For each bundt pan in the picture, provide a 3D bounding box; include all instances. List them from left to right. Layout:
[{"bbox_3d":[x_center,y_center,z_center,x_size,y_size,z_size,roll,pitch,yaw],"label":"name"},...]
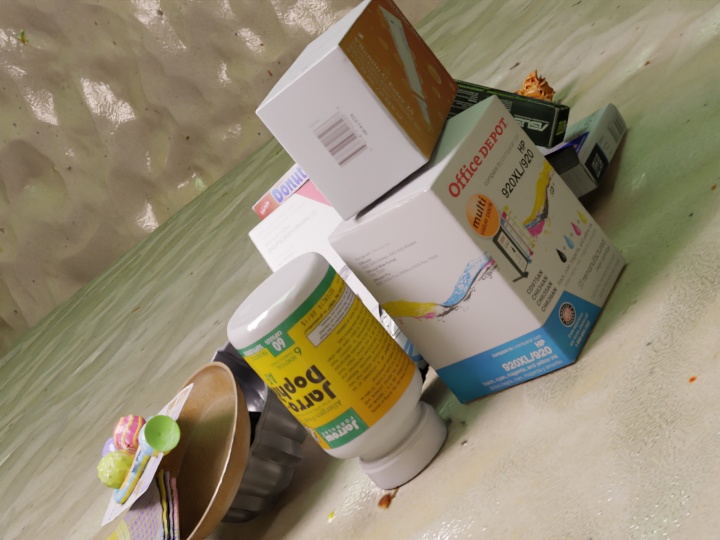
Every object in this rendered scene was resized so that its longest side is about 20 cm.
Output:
[{"bbox_3d":[-0.117,0.168,1.385,0.202,0.075,0.204,-42,36,41],"label":"bundt pan"}]

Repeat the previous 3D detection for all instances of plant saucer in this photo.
[{"bbox_3d":[-0.159,0.191,1.322,0.200,0.035,0.202,-42,36,40],"label":"plant saucer"}]

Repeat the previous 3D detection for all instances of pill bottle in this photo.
[{"bbox_3d":[-0.016,0.092,1.183,0.112,0.200,0.113,-37,14,11],"label":"pill bottle"}]

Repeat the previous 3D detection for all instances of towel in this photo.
[{"bbox_3d":[-0.213,0.303,1.267,0.144,0.023,0.201,-50,31,29],"label":"towel"}]

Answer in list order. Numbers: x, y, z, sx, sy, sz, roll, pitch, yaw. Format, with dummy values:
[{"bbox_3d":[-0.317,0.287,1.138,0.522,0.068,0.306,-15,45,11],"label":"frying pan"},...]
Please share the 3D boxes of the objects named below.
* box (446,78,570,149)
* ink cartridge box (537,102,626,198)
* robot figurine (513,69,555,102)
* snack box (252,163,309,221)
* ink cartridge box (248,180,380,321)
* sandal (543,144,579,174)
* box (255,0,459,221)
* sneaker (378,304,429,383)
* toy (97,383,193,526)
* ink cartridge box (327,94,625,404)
[{"bbox_3d":[0.112,-0.169,1.383,0.193,0.198,0.048,-39,-38,-75],"label":"box"},{"bbox_3d":[0.187,-0.093,1.476,0.199,0.047,0.198,-33,11,30],"label":"ink cartridge box"},{"bbox_3d":[0.173,-0.180,1.797,0.199,0.058,0.145,-37,13,17],"label":"robot figurine"},{"bbox_3d":[-0.051,-0.115,1.448,0.072,0.024,0.200,-43,3,-33],"label":"snack box"},{"bbox_3d":[0.000,0.000,1.404,0.146,0.201,0.083,-39,-22,8],"label":"ink cartridge box"},{"bbox_3d":[0.144,-0.099,1.378,0.076,0.043,0.199,-30,6,-40],"label":"sandal"},{"bbox_3d":[0.003,-0.153,1.197,0.097,0.125,0.200,-34,14,24],"label":"box"},{"bbox_3d":[0.040,0.060,1.291,0.072,0.072,0.202,71,-143,-76],"label":"sneaker"},{"bbox_3d":[-0.231,0.181,1.350,0.200,0.047,0.116,-35,29,58],"label":"toy"},{"bbox_3d":[0.104,-0.018,1.192,0.144,0.200,0.148,-26,20,46],"label":"ink cartridge box"}]
